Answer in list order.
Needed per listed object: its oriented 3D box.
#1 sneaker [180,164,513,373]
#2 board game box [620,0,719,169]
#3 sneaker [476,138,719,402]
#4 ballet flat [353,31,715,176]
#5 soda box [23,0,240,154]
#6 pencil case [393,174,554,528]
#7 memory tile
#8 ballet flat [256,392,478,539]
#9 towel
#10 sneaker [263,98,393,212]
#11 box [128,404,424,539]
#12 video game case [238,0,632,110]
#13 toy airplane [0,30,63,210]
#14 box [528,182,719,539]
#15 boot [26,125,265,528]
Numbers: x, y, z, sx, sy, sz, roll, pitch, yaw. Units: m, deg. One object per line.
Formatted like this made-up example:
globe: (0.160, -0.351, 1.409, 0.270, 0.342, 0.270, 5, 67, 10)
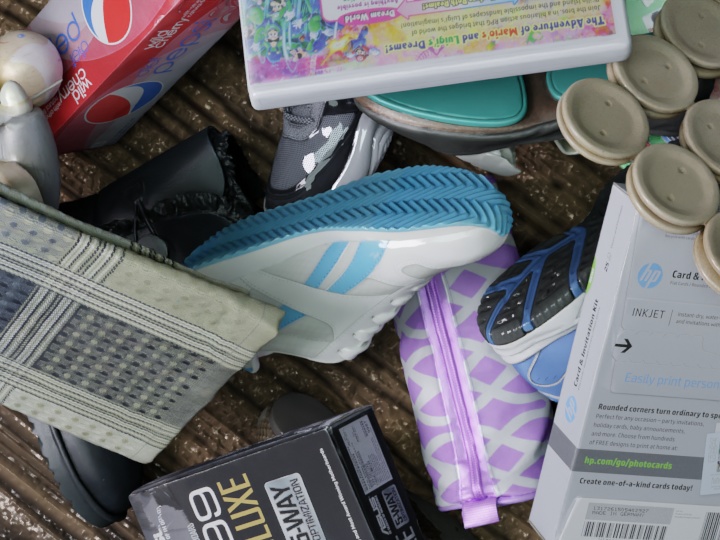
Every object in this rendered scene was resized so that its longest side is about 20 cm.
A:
sneaker: (0.000, 0.000, 1.295, 0.200, 0.077, 0.081, -14, 111, 32)
board game box: (0.181, -0.120, 1.351, 0.200, 0.029, 0.135, 45, 99, 7)
sneaker: (0.160, -0.005, 1.314, 0.200, 0.076, 0.077, -35, 120, 0)
ballet flat: (0.097, -0.086, 1.315, 0.199, 0.069, 0.068, -3, 46, 4)
soda box: (-0.130, -0.138, 1.337, 0.200, 0.070, 0.064, -38, 72, 47)
pencil case: (0.060, 0.040, 1.348, 0.084, 0.085, 0.201, -16, 88, 13)
memory tile: (0.203, -0.079, 1.258, 0.153, 0.200, 0.017, 43, 141, 7)
ballet flat: (0.012, 0.153, 1.376, 0.200, 0.067, 0.046, 44, 130, 8)
towel: (-0.160, 0.023, 1.256, 0.200, 0.193, 0.035, 25, 53, -16)
sneaker: (-0.028, -0.127, 1.342, 0.075, 0.114, 0.200, 25, 88, 54)
box: (-0.027, 0.192, 1.344, 0.157, 0.050, 0.200, -20, 93, 35)
video game case: (0.031, -0.183, 1.252, 0.199, 0.024, 0.183, -7, 71, 2)
toy airplane: (-0.216, -0.070, 1.316, 0.141, 0.199, 0.200, -41, 71, -10)
box: (0.188, 0.059, 1.284, 0.156, 0.041, 0.200, 5, 110, -22)
boot: (-0.116, 0.032, 1.385, 0.168, 0.076, 0.201, -20, 80, 14)
